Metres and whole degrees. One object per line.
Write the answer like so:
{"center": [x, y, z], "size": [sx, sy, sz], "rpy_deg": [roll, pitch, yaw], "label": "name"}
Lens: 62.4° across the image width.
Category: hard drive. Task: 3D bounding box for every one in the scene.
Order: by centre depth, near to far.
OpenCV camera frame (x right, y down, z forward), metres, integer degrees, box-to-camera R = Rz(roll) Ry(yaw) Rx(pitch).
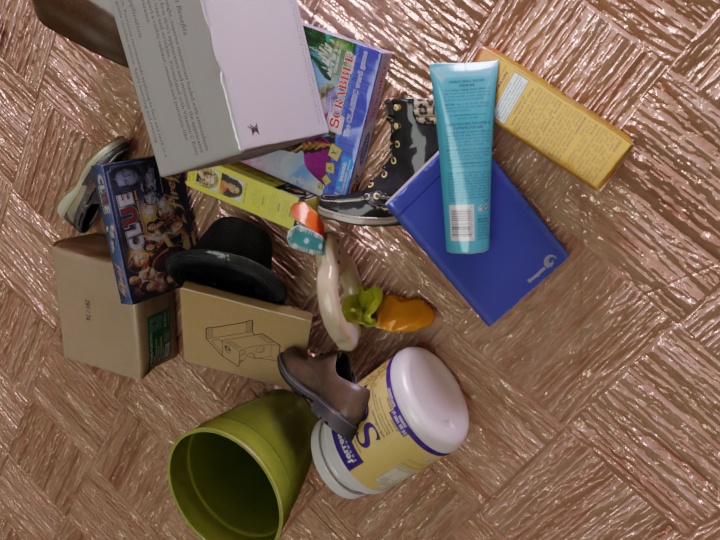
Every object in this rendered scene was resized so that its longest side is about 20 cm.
{"center": [0.141, -0.049, 0.716], "size": [0.131, 0.025, 0.201], "rpy_deg": [-41, 101, 11], "label": "hard drive"}

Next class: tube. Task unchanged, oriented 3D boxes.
{"center": [0.117, -0.124, 0.661], "size": [0.075, 0.050, 0.208], "rpy_deg": [-4, 102, -6], "label": "tube"}

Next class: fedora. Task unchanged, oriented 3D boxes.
{"center": [-0.188, -0.016, 0.874], "size": [0.194, 0.201, 0.094], "rpy_deg": [4, 64, 23], "label": "fedora"}

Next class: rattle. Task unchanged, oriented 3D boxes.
{"center": [0.000, 0.000, 0.776], "size": [0.139, 0.130, 0.206], "rpy_deg": [0, 116, 33], "label": "rattle"}

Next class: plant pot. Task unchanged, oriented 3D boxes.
{"center": [-0.293, -0.348, 0.798], "size": [0.197, 0.188, 0.189], "rpy_deg": [35, 118, -4], "label": "plant pot"}
{"center": [-0.156, 0.284, 0.909], "size": [0.194, 0.192, 0.208], "rpy_deg": [8, 110, 22], "label": "plant pot"}

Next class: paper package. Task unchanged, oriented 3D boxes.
{"center": [-0.414, 0.056, 1.010], "size": [0.185, 0.103, 0.207], "rpy_deg": [11, 110, 21], "label": "paper package"}

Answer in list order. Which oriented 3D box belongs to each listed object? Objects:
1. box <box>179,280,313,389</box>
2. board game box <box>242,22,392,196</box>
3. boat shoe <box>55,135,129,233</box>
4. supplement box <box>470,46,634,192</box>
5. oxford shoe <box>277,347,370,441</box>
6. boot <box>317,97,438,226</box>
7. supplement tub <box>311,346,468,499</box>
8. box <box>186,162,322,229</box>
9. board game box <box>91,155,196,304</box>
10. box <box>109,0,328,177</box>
{"center": [-0.174, 0.104, 0.899], "size": [0.193, 0.022, 0.167], "rpy_deg": [14, 131, 0], "label": "box"}
{"center": [-0.074, -0.218, 0.800], "size": [0.195, 0.041, 0.206], "rpy_deg": [23, 114, 17], "label": "board game box"}
{"center": [-0.429, -0.138, 0.979], "size": [0.199, 0.072, 0.065], "rpy_deg": [-40, 100, 26], "label": "boat shoe"}
{"center": [0.206, -0.173, 0.670], "size": [0.197, 0.066, 0.070], "rpy_deg": [35, 117, 12], "label": "supplement box"}
{"center": [-0.047, 0.145, 0.809], "size": [0.198, 0.072, 0.086], "rpy_deg": [27, 82, 49], "label": "oxford shoe"}
{"center": [0.040, -0.136, 0.743], "size": [0.193, 0.073, 0.156], "rpy_deg": [1, 106, 9], "label": "boot"}
{"center": [0.037, 0.216, 0.825], "size": [0.199, 0.145, 0.147], "rpy_deg": [-40, 88, 28], "label": "supplement tub"}
{"center": [-0.148, -0.116, 0.850], "size": [0.195, 0.075, 0.052], "rpy_deg": [23, 112, 18], "label": "box"}
{"center": [-0.320, -0.067, 0.907], "size": [0.034, 0.134, 0.207], "rpy_deg": [5, 109, 37], "label": "board game box"}
{"center": [-0.154, -0.235, 0.695], "size": [0.127, 0.199, 0.206], "rpy_deg": [-8, 102, 28], "label": "box"}
